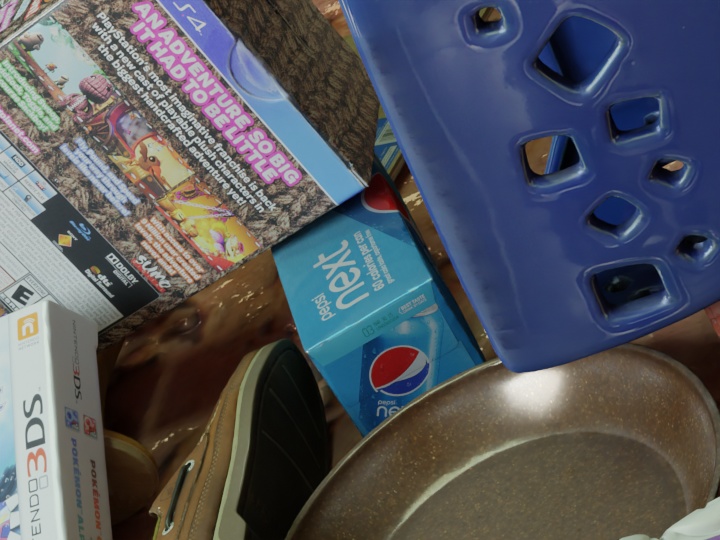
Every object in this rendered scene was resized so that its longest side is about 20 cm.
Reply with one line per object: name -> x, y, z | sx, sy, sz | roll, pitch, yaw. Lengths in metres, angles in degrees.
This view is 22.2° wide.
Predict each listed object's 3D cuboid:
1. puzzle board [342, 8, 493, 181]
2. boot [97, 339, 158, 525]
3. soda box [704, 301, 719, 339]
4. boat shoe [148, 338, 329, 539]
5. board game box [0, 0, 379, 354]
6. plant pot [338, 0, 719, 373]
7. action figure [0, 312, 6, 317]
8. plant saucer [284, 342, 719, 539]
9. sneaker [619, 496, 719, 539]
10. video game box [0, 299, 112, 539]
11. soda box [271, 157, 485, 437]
puzzle board -> -0.011, -0.090, 1.135 | 0.150, 0.017, 0.201 | -9, 37, 36
boot -> -0.154, 0.067, 0.971 | 0.200, 0.071, 0.144 | -13, 34, 41
soda box -> 0.202, -0.048, 0.797 | 0.068, 0.064, 0.201 | -11, 35, 35
boat shoe -> -0.062, 0.106, 0.812 | 0.068, 0.072, 0.201 | -20, 30, 21
board game box -> -0.116, -0.074, 0.902 | 0.199, 0.160, 0.097 | -30, 28, 23
plant pot -> 0.118, -0.104, 0.704 | 0.178, 0.201, 0.201 | -11, 34, 22
action figure -> -0.186, 0.016, 1.095 | 0.199, 0.066, 0.052 | -11, 2, 36
plant saucer -> 0.056, 0.108, 0.727 | 0.199, 0.037, 0.201 | -25, 29, 15
sneaker -> 0.124, 0.122, 0.594 | 0.199, 0.081, 0.083 | -35, 33, -6
video game box -> -0.207, 0.130, 0.862 | 0.199, 0.047, 0.184 | -21, 59, 21
soda box -> 0.000, 0.000, 0.911 | 0.067, 0.064, 0.200 | -30, 28, 4
